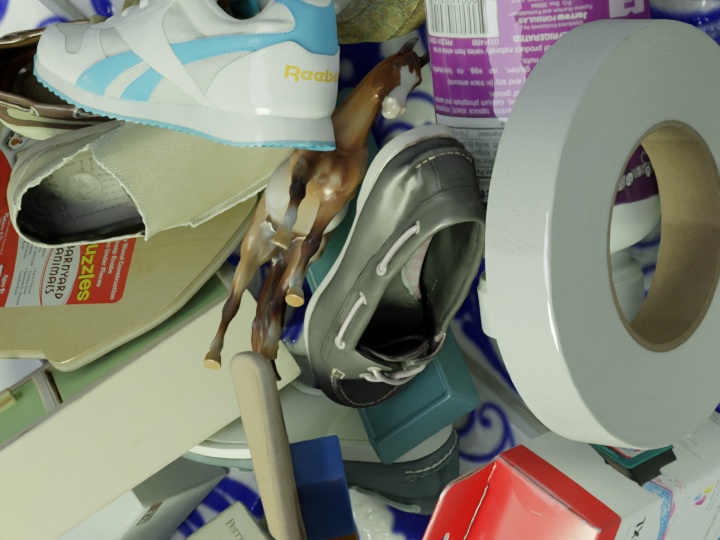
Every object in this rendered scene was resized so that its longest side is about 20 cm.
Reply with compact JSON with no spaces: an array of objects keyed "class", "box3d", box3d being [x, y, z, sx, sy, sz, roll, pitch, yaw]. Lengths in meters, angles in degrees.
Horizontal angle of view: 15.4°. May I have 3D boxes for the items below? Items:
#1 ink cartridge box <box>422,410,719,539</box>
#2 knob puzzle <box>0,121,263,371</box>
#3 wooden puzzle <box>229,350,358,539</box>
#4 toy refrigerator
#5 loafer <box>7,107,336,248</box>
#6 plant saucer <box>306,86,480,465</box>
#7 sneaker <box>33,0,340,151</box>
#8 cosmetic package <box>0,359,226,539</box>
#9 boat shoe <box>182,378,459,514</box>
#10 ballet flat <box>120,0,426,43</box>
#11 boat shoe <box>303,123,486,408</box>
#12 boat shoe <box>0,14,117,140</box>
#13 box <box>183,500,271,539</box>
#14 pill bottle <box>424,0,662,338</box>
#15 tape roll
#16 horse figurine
[{"class":"ink cartridge box","box3d":[0.103,0.137,1.295,0.067,0.200,0.116,35,121,26]},{"class":"knob puzzle","box3d":[-0.142,-0.028,1.497,0.219,0.030,0.220,-12,56,18]},{"class":"wooden puzzle","box3d":[-0.016,0.164,1.355,0.185,0.046,0.200,80,175,-52]},{"class":"toy refrigerator","box3d":[-0.139,0.074,1.468,0.070,0.200,0.076,57,177,-23]},{"class":"loafer","box3d":[-0.104,-0.054,1.422,0.200,0.068,0.076,-21,114,22]},{"class":"plant saucer","box3d":[0.000,0.000,1.417,0.070,0.019,0.200,-35,62,27]},{"class":"sneaker","box3d":[-0.084,-0.110,1.326,0.200,0.076,0.081,13,99,41]},{"class":"cosmetic package","box3d":[-0.184,0.084,1.587,0.200,0.081,0.113,54,128,12]},{"class":"boat shoe","box3d":[-0.031,0.101,1.475,0.200,0.073,0.062,2,127,35]},{"class":"ballet flat","box3d":[-0.055,-0.147,1.363,0.199,0.071,0.071,1,102,33]},{"class":"boat shoe","box3d":[0.018,0.015,1.298,0.200,0.067,0.057,106,145,-48]},{"class":"boat shoe","box3d":[-0.128,-0.107,1.466,0.202,0.075,0.075,-6,68,26]},{"class":"box","box3d":[-0.118,0.230,1.499,0.095,0.200,0.078,49,171,17]},{"class":"pill bottle","box3d":[0.092,-0.070,1.307,0.112,0.112,0.201,3,104,38]},{"class":"tape roll","box3d":[0.128,-0.016,1.236,0.037,0.203,0.203,4,104,37]},{"class":"horse figurine","box3d":[-0.030,-0.023,1.364,0.050,0.133,0.200,23,146,-3]}]
